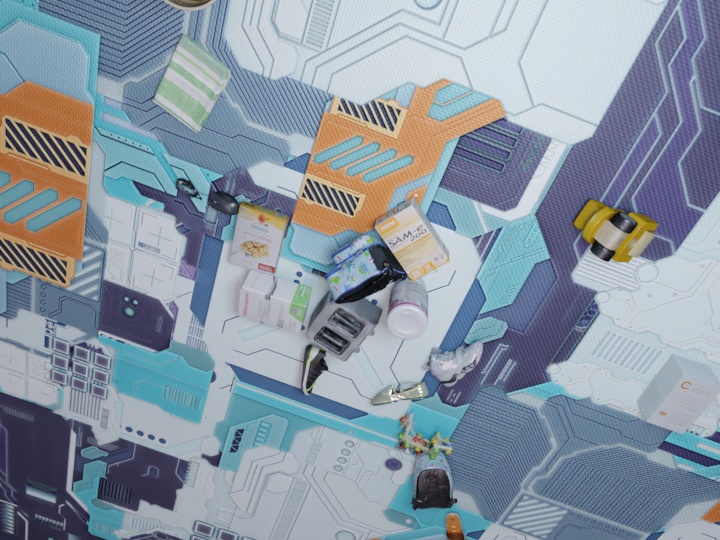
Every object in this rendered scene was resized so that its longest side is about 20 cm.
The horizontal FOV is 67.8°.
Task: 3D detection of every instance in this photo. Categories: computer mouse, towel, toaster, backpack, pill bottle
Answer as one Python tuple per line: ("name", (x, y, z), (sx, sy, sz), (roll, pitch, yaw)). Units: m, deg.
("computer mouse", (-0.441, -0.211, 1.539), (0.199, 0.034, 0.059), (22, 121, -1))
("towel", (-0.443, -0.483, 1.402), (0.152, 0.023, 0.200), (35, 118, -10))
("toaster", (-0.057, 0.151, 1.633), (0.199, 0.119, 0.181), (34, 117, -10))
("backpack", (0.000, 0.000, 1.506), (0.199, 0.183, 0.148), (-32, 74, 18))
("backpack", (0.252, 0.744, 1.904), (0.166, 0.127, 0.201), (-7, 117, -1))
("pill bottle", (0.137, 0.097, 1.527), (0.112, 0.200, 0.114), (3, 119, 6))

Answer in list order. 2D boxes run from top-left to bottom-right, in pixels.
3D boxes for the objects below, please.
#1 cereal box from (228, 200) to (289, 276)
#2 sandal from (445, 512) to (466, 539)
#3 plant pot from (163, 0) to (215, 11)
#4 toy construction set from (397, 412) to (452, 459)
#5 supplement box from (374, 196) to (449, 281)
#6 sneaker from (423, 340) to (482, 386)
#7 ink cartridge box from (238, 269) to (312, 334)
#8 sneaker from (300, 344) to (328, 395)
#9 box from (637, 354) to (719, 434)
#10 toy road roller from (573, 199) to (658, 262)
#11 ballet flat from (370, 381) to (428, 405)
("cereal box", (-0.302, -0.090, 1.583), (0.143, 0.040, 0.201), (18, 119, -1))
("sandal", (0.365, 1.029, 2.078), (0.079, 0.059, 0.208), (-10, 116, 14))
("plant pot", (-0.354, -0.691, 1.184), (0.199, 0.184, 0.202), (4, 119, 7))
("toy construction set", (0.207, 0.578, 1.839), (0.199, 0.092, 0.131), (36, 142, -3))
("supplement box", (0.146, -0.086, 1.500), (0.126, 0.074, 0.200), (-30, 110, 21))
("sneaker", (0.287, 0.275, 1.672), (0.114, 0.075, 0.200), (30, 122, -12))
("ink cartridge box", (-0.261, 0.097, 1.634), (0.199, 0.084, 0.146), (18, 135, -1))
("sneaker", (-0.149, 0.336, 1.773), (0.082, 0.072, 0.201), (9, 119, 2))
("box", (0.958, 0.375, 1.615), (0.124, 0.098, 0.201), (19, 120, -2))
("toy road roller", (0.659, -0.111, 1.402), (0.199, 0.146, 0.123), (3, 127, -37))
("ballet flat", (0.127, 0.405, 1.786), (0.198, 0.067, 0.063), (-11, 88, 10))
